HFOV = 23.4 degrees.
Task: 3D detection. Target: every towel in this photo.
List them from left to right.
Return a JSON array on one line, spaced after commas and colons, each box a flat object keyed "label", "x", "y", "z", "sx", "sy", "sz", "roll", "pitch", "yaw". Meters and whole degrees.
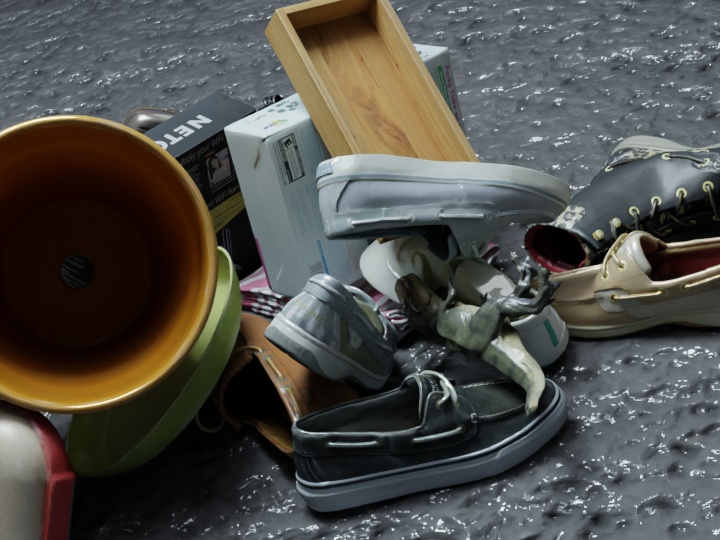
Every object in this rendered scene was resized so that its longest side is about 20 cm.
[{"label": "towel", "x": 0.000, "y": 0.000, "z": 1.462, "sx": 0.199, "sy": 0.030, "sz": 0.146, "roll": 13, "pitch": 37, "yaw": 41}]

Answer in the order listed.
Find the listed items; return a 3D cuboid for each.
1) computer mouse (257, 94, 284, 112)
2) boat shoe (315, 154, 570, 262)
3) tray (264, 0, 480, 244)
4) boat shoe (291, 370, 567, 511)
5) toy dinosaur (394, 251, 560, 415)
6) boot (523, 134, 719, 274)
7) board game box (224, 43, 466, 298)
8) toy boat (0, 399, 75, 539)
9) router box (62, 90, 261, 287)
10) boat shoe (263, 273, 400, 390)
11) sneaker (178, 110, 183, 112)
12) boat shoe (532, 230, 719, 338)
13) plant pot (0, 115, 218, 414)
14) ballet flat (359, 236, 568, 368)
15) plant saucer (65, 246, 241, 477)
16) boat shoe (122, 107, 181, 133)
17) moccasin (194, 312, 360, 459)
[{"label": "computer mouse", "x": -0.030, "y": -0.115, "z": 1.598, "sx": 0.140, "sy": 0.046, "sz": 0.200, "roll": 17, "pitch": 22, "yaw": -18}, {"label": "boat shoe", "x": 0.062, "y": -0.040, "z": 1.280, "sx": 0.200, "sy": 0.072, "sz": 0.070, "roll": 3, "pitch": -10, "yaw": -21}, {"label": "tray", "x": 0.014, "y": -0.124, "z": 1.361, "sx": 0.098, "sy": 0.201, "sz": 0.037, "roll": -18, "pitch": -18, "yaw": -29}, {"label": "boat shoe", "x": 0.048, "y": 0.106, "z": 1.198, "sx": 0.199, "sy": 0.071, "sz": 0.072, "roll": -19, "pitch": 28, "yaw": -11}, {"label": "toy dinosaur", "x": 0.099, "y": 0.033, "z": 1.223, "sx": 0.088, "sy": 0.047, "sz": 0.200, "roll": -51, "pitch": 33, "yaw": -2}, {"label": "boot", "x": 0.244, "y": -0.042, "z": 1.385, "sx": 0.154, "sy": 0.074, "sz": 0.203, "roll": -36, "pitch": 31, "yaw": -31}, {"label": "board game box", "x": -0.001, "y": -0.083, "z": 1.435, "sx": 0.200, "sy": 0.148, "sz": 0.064, "roll": -29, "pitch": 26, "yaw": -32}, {"label": "toy boat", "x": -0.262, "y": 0.149, "z": 1.243, "sx": 0.199, "sy": 0.131, "sz": 0.130, "roll": 11, "pitch": 6, "yaw": 38}, {"label": "router box", "x": -0.166, "y": -0.036, "z": 1.462, "sx": 0.052, "sy": 0.158, "sz": 0.200, "roll": 27, "pitch": 46, "yaw": 34}, {"label": "boat shoe", "x": -0.010, "y": 0.040, "z": 1.264, "sx": 0.074, "sy": 0.065, "sz": 0.202, "roll": 34, "pitch": 4, "yaw": 18}, {"label": "sneaker", "x": -0.193, "y": -0.092, "z": 1.668, "sx": 0.089, "sy": 0.079, "sz": 0.200, "roll": -11, "pitch": 28, "yaw": 0}, {"label": "boat shoe", "x": 0.215, "y": 0.003, "z": 1.312, "sx": 0.199, "sy": 0.069, "sz": 0.074, "roll": -5, "pitch": 30, "yaw": 20}, {"label": "plant pot", "x": -0.207, "y": 0.000, "z": 1.254, "sx": 0.199, "sy": 0.201, "sz": 0.183, "roll": -19, "pitch": 0, "yaw": -9}, {"label": "ballet flat", "x": 0.075, "y": 0.006, "z": 1.329, "sx": 0.069, "sy": 0.070, "sz": 0.200, "roll": -33, "pitch": 47, "yaw": -32}, {"label": "plant saucer", "x": -0.149, "y": 0.073, "z": 1.303, "sx": 0.200, "sy": 0.031, "sz": 0.200, "roll": -43, "pitch": 26, "yaw": 27}, {"label": "boat shoe", "x": -0.143, "y": -0.102, "z": 1.563, "sx": 0.075, "sy": 0.200, "sz": 0.073, "roll": -53, "pitch": 48, "yaw": 12}, {"label": "moccasin", "x": -0.080, "y": 0.087, "z": 1.296, "sx": 0.077, "sy": 0.074, "sz": 0.201, "roll": -11, "pitch": 32, "yaw": -33}]
